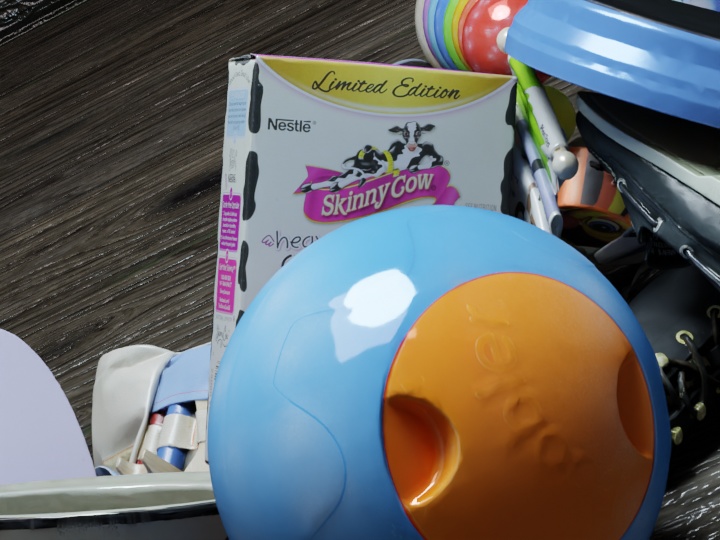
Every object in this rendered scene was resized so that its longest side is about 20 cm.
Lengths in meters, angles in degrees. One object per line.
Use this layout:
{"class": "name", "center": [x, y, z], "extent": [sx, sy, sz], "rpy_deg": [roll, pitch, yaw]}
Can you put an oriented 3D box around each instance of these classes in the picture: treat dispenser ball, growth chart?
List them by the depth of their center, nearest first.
{"class": "treat dispenser ball", "center": [0.034, 0.073, 1.267], "extent": [0.200, 0.202, 0.201], "rpy_deg": [-27, 15, 8]}
{"class": "growth chart", "center": [0.073, 0.000, 1.453], "extent": [0.018, 0.201, 0.145], "rpy_deg": [4, 29, -16]}

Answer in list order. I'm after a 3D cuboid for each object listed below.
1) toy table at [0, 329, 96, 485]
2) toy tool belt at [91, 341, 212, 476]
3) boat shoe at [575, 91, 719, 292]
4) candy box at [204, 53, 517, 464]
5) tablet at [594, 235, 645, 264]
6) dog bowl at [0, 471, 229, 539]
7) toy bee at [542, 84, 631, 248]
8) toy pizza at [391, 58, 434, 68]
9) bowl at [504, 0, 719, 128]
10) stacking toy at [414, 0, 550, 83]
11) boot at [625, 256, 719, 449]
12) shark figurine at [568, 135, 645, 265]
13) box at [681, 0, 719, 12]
{"class": "toy table", "center": [-0.214, 0.145, 1.543], "extent": [0.117, 0.183, 0.201], "rpy_deg": [-24, 56, 31]}
{"class": "toy tool belt", "center": [-0.072, 0.105, 1.568], "extent": [0.199, 0.124, 0.124], "rpy_deg": [-17, 56, 48]}
{"class": "boat shoe", "center": [0.154, -0.027, 1.361], "extent": [0.074, 0.067, 0.199], "rpy_deg": [2, 21, -34]}
{"class": "candy box", "center": [0.000, 0.000, 1.430], "extent": [0.135, 0.202, 0.061], "rpy_deg": [3, 1, -16]}
{"class": "tablet", "center": [0.226, -0.048, 1.501], "extent": [0.199, 0.014, 0.130], "rpy_deg": [-17, -6, -32]}
{"class": "dog bowl", "center": [-0.121, 0.142, 1.403], "extent": [0.198, 0.074, 0.200], "rpy_deg": [-3, 2, 0]}
{"class": "toy bee", "center": [0.105, -0.029, 1.549], "extent": [0.200, 0.108, 0.132], "rpy_deg": [18, 84, 57]}
{"class": "toy pizza", "center": [0.015, -0.020, 1.666], "extent": [0.032, 0.201, 0.200], "rpy_deg": [18, 39, 24]}
{"class": "bowl", "center": [0.168, -0.098, 1.400], "extent": [0.199, 0.040, 0.201], "rpy_deg": [15, 10, -3]}
{"class": "stacking toy", "center": [0.075, -0.132, 1.574], "extent": [0.085, 0.086, 0.200], "rpy_deg": [-29, 7, 2]}
{"class": "boot", "center": [0.180, 0.031, 1.386], "extent": [0.203, 0.074, 0.154], "rpy_deg": [-20, 19, 46]}
{"class": "shark figurine", "center": [0.143, -0.030, 1.625], "extent": [0.213, 0.129, 0.090], "rpy_deg": [0, 11, 8]}
{"class": "box", "center": [0.267, -0.139, 1.545], "extent": [0.199, 0.123, 0.048], "rpy_deg": [-25, 0, -11]}
